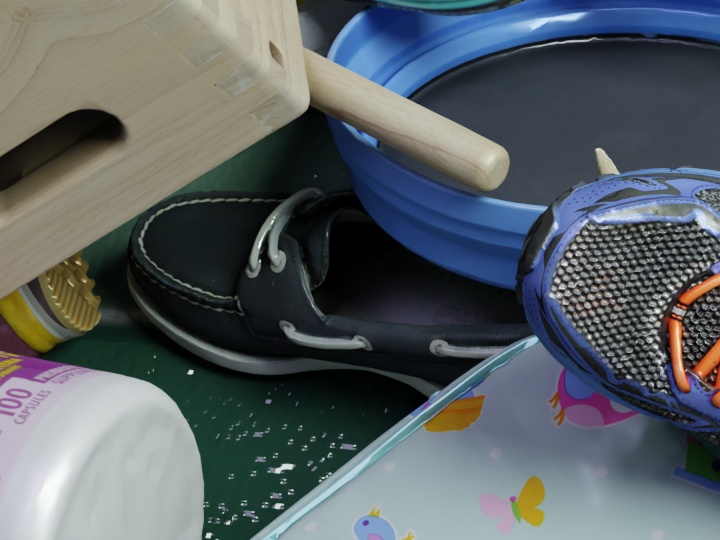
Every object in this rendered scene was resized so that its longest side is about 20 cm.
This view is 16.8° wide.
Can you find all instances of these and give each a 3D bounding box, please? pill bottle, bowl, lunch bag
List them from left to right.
[{"bbox_3d":[-0.160,0.075,0.793,0.198,0.113,0.113,9,56,24],"label":"pill bottle"},{"bbox_3d":[0.036,0.118,0.715,0.199,0.077,0.160,-36,49,-11],"label":"lunch bag"},{"bbox_3d":[0.087,-0.054,0.816,0.199,0.040,0.201,-3,32,2],"label":"bowl"}]

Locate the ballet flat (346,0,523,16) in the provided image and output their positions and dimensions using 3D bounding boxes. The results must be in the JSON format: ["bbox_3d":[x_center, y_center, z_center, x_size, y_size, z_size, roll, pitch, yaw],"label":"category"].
[{"bbox_3d":[-0.015,-0.132,0.865,0.198,0.070,0.071,7,17,24],"label":"ballet flat"}]

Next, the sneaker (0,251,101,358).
[{"bbox_3d":[-0.168,-0.039,0.906,0.090,0.075,0.201,-29,52,5],"label":"sneaker"}]

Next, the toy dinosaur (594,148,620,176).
[{"bbox_3d":[0.150,0.020,0.730,0.198,0.102,0.058,13,12,-7],"label":"toy dinosaur"}]

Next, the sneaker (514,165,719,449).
[{"bbox_3d":[0.135,0.031,0.661,0.199,0.078,0.076,24,96,-9],"label":"sneaker"}]

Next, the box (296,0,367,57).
[{"bbox_3d":[-0.011,-0.170,0.958,0.155,0.041,0.201,-27,49,-3],"label":"box"}]

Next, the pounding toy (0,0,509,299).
[{"bbox_3d":[-0.083,-0.084,0.774,0.199,0.142,0.185,-29,46,22],"label":"pounding toy"}]

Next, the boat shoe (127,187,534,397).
[{"bbox_3d":[0.000,0.000,0.831,0.199,0.061,0.076,11,57,26],"label":"boat shoe"}]
